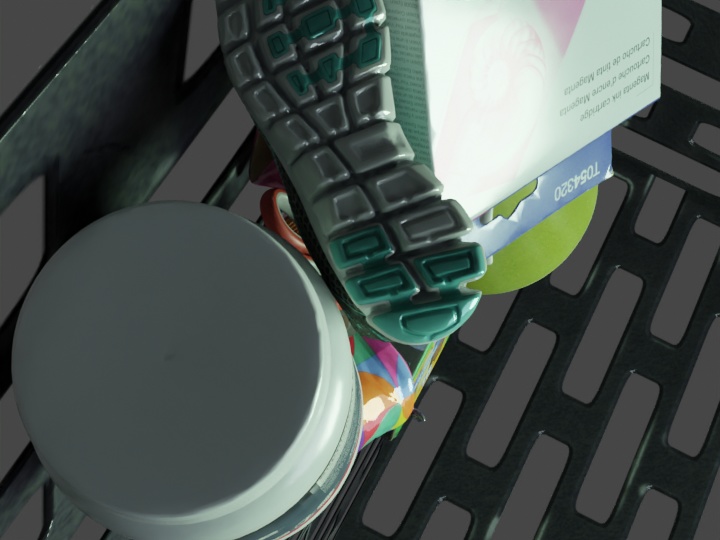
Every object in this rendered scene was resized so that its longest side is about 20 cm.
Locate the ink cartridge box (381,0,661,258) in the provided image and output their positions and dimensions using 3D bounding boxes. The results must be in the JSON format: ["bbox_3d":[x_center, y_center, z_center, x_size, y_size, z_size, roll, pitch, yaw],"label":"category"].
[{"bbox_3d":[0.084,-0.097,0.762,0.196,0.043,0.202,-33,128,-38],"label":"ink cartridge box"}]

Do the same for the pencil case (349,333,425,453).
[{"bbox_3d":[-0.052,0.108,0.983,0.199,0.088,0.089,-29,153,-32],"label":"pencil case"}]

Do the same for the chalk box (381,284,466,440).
[{"bbox_3d":[0.007,0.033,1.231,0.125,0.124,0.200,-61,173,-21],"label":"chalk box"}]

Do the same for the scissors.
[{"bbox_3d":[0.000,0.000,0.900,0.014,0.074,0.200,-31,157,21],"label":"scissors"}]

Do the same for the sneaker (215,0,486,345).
[{"bbox_3d":[-0.015,-0.054,0.674,0.077,0.202,0.091,-17,169,-14],"label":"sneaker"}]

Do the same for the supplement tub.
[{"bbox_3d":[-0.070,0.053,0.681,0.141,0.139,0.200,-63,172,-9],"label":"supplement tub"}]

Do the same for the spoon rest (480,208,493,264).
[{"bbox_3d":[0.055,-0.072,0.841,0.200,0.060,0.100,60,20,-63],"label":"spoon rest"}]

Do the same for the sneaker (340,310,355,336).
[{"bbox_3d":[-0.039,0.035,0.888,0.077,0.082,0.200,-43,159,14],"label":"sneaker"}]

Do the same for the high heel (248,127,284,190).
[{"bbox_3d":[-0.038,-0.105,0.799,0.200,0.095,0.068,61,18,-63],"label":"high heel"}]

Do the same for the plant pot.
[{"bbox_3d":[0.082,-0.097,1.214,0.188,0.186,0.200,-63,158,-6],"label":"plant pot"}]

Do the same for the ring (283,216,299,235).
[{"bbox_3d":[-0.015,0.005,0.994,0.199,0.019,0.201,-31,156,-15],"label":"ring"}]

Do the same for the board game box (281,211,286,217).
[{"bbox_3d":[0.001,-0.107,1.034,0.201,0.040,0.153,-68,172,28],"label":"board game box"}]
